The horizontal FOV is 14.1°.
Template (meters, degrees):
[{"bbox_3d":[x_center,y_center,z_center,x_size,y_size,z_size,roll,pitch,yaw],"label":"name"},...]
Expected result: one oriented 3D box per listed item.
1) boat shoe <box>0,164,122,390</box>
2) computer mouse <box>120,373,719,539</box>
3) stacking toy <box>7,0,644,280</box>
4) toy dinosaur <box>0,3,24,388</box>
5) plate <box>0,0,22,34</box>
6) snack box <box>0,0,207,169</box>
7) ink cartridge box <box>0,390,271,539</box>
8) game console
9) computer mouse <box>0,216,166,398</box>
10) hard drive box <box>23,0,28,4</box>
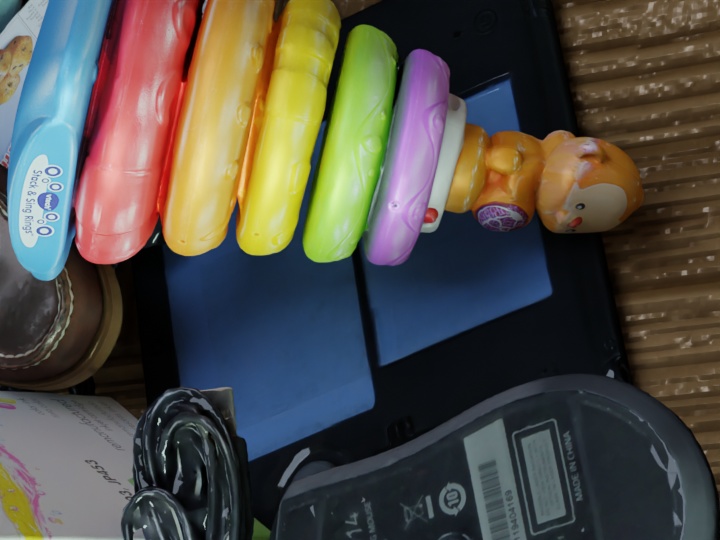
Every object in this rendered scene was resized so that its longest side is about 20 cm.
[{"bbox_3d":[-0.169,-0.023,0.998,0.200,0.070,0.071,31,93,30],"label":"boat shoe"},{"bbox_3d":[0.024,0.086,0.847,0.199,0.053,0.139,-16,71,32],"label":"computer mouse"},{"bbox_3d":[-0.007,-0.042,0.929,0.199,0.116,0.110,13,54,-3],"label":"stacking toy"},{"bbox_3d":[-0.157,-0.001,1.106,0.200,0.077,0.102,-49,36,13],"label":"toy dinosaur"},{"bbox_3d":[-0.212,-0.137,1.051,0.199,0.201,0.026,-11,26,33],"label":"plate"},{"bbox_3d":[-0.120,-0.041,1.029,0.200,0.024,0.072,-48,59,11],"label":"snack box"},{"bbox_3d":[-0.141,0.086,0.919,0.117,0.199,0.068,34,112,47],"label":"ink cartridge box"},{"bbox_3d":[0.000,0.000,1.000,0.176,0.031,0.201,-26,55,25],"label":"game console"},{"bbox_3d":[-0.097,-0.004,1.033,0.058,0.034,0.201,22,82,40],"label":"computer mouse"},{"bbox_3d":[-0.121,-0.170,1.095,0.199,0.156,0.077,-13,61,33],"label":"hard drive box"}]
